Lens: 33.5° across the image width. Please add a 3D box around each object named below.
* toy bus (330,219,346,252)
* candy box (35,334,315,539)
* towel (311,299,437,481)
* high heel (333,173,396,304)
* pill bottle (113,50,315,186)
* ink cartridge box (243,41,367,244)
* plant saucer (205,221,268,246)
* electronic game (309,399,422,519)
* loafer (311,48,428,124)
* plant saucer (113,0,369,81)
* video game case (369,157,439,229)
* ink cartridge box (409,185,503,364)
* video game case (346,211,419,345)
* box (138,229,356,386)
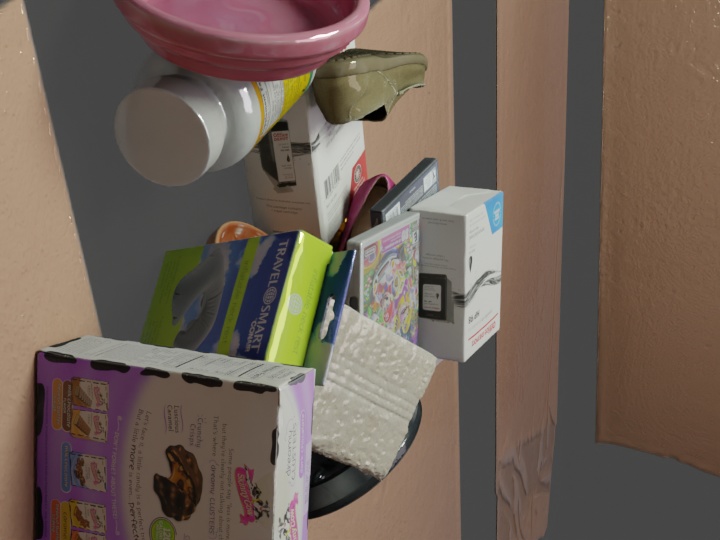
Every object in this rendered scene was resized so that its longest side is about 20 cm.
[{"bbox_3d":[-0.014,0.045,1.379,0.192,0.135,0.200,93,13,-65],"label":"toy bus"},{"bbox_3d":[-0.139,0.147,0.896,0.072,0.200,0.168,-21,116,-69],"label":"candy box"},{"bbox_3d":[-0.017,0.105,1.082,0.200,0.034,0.133,32,80,-44],"label":"towel"},{"bbox_3d":[0.000,0.000,1.239,0.096,0.067,0.200,92,18,-73],"label":"high heel"},{"bbox_3d":[-0.120,-0.151,0.997,0.200,0.113,0.113,-58,148,-53],"label":"pill bottle"},{"bbox_3d":[-0.058,-0.147,1.225,0.147,0.083,0.200,-59,150,-52],"label":"ink cartridge box"},{"bbox_3d":[-0.080,0.043,1.148,0.200,0.032,0.200,47,19,-21],"label":"plant saucer"},{"bbox_3d":[-0.021,0.190,1.286,0.042,0.200,0.200,54,37,-21],"label":"electronic game"},{"bbox_3d":[0.005,-0.180,1.167,0.200,0.076,0.068,-20,116,-59],"label":"loafer"},{"bbox_3d":[-0.094,-0.204,0.935,0.201,0.200,0.051,-57,162,-53],"label":"plant saucer"},{"bbox_3d":[0.054,-0.001,1.271,0.143,0.019,0.200,-46,137,-52],"label":"video game case"},{"bbox_3d":[0.103,0.020,1.280,0.116,0.067,0.200,-33,126,-59],"label":"ink cartridge box"},{"bbox_3d":[0.024,0.053,1.176,0.143,0.018,0.200,-29,123,-61],"label":"video game case"},{"bbox_3d":[-0.100,0.037,0.983,0.048,0.200,0.122,31,63,-40],"label":"box"}]
